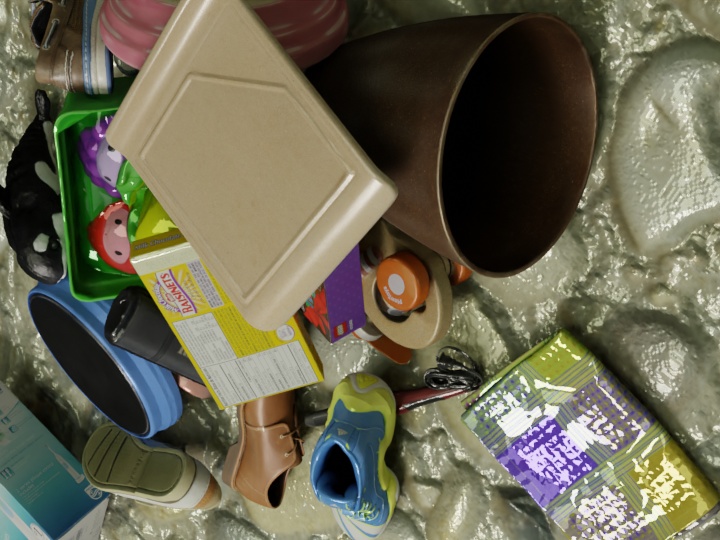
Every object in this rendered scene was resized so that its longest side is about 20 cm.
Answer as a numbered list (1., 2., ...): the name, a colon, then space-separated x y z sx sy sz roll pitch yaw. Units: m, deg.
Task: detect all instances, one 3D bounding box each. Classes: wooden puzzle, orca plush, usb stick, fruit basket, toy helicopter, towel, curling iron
1. wooden puzzle: -0.081 -0.079 0.807 0.200 0.037 0.185 49 132 6
2. orca plush: -0.324 -0.085 1.091 0.104 0.071 0.203 -17 65 40
3. usb stick: -0.154 0.070 1.032 0.032 0.199 0.056 17 79 39
4. fruit basket: -0.182 -0.052 0.990 0.215 0.153 0.219 172 90 -74
5. toy helicopter: 0.000 0.000 0.995 0.199 0.078 0.134 35 131 29
6. towel: 0.188 0.156 0.942 0.201 0.023 0.143 49 125 2
7. curling iron: 0.027 0.112 1.028 0.198 0.026 0.050 -22 115 36

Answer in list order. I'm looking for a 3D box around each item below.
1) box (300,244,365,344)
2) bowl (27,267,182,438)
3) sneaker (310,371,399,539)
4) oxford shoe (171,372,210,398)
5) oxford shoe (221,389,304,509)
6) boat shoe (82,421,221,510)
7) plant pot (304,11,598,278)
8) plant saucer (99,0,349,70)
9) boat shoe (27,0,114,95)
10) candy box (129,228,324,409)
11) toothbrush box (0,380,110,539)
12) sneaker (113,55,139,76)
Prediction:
1. box: -0.053 -0.055 0.906 0.137 0.039 0.202 46 153 39
2. bowl: -0.260 0.085 1.133 0.200 0.039 0.202 35 149 24
3. sneaker: -0.015 0.192 1.018 0.075 0.105 0.202 12 127 20
4. oxford shoe: -0.201 0.034 1.129 0.200 0.071 0.074 43 101 9
5. oxford shoe: -0.078 0.146 1.080 0.071 0.071 0.202 32 130 24
6. boat shoe: -0.222 0.213 1.185 0.199 0.075 0.068 11 157 49
7. plant pot: 0.047 -0.111 0.865 0.198 0.185 0.190 19 117 41
8. plant saucer: -0.107 -0.215 0.891 0.198 0.201 0.051 20 131 24
9. boat shoe: -0.255 -0.223 0.995 0.071 0.201 0.073 -2 125 -12
10. candy box: -0.106 0.038 0.945 0.101 0.027 0.201 -14 135 8
11. toothbrush box: -0.384 0.239 1.269 0.200 0.085 0.147 43 141 12
12. sneaker: -0.192 -0.262 0.998 0.077 0.086 0.202 35 121 16
